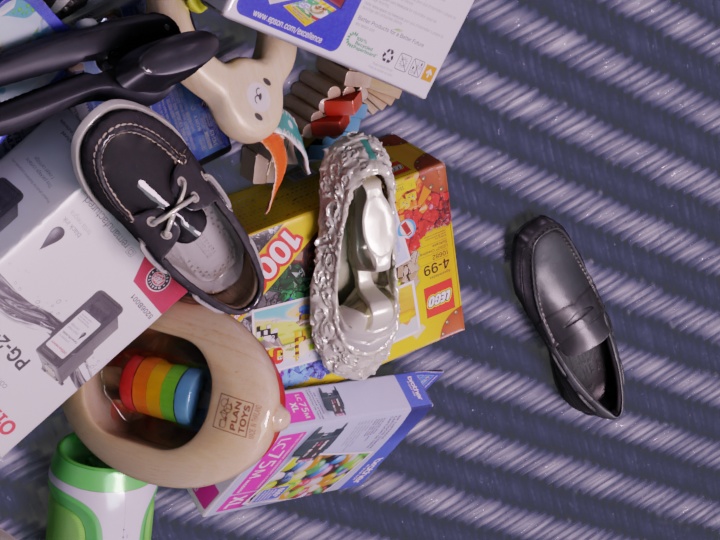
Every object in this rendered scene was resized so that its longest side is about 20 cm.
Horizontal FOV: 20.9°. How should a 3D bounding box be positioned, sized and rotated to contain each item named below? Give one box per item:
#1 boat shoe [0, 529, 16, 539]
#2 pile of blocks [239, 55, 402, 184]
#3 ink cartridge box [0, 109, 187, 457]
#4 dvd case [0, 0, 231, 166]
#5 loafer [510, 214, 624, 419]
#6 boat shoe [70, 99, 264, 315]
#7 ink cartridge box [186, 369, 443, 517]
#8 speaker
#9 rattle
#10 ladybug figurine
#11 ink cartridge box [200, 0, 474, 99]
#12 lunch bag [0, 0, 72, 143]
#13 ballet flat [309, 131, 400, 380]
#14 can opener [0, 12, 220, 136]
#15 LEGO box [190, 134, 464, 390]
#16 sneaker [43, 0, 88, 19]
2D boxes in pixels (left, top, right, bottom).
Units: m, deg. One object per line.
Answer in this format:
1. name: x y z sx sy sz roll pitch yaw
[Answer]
1. boat shoe: -0.327 0.193 1.388 0.199 0.074 0.061 30 92 -45
2. pile of blocks: -0.004 -0.130 1.462 0.200 0.062 0.082 -49 127 -5
3. ink cartridge box: -0.227 0.011 1.344 0.200 0.083 0.145 -43 139 -5
4. dvd case: -0.195 -0.105 1.379 0.199 0.018 0.144 -29 124 -20
5. loafer: 0.181 0.041 1.647 0.068 0.070 0.202 -33 124 -16
6. boat shoe: -0.122 -0.036 1.283 0.074 0.060 0.200 -41 142 -9
7. ink cartridge box: -0.027 0.132 1.519 0.199 0.042 0.119 -8 148 -45
8. speaker: -0.200 0.225 1.477 0.088 0.088 0.202 -5 113 -30
9. rattle: -0.053 -0.153 1.341 0.130 0.142 0.202 -23 92 -62
10. ladybug figurine: -0.129 0.087 1.407 0.072 0.199 0.137 11 95 -59
11. ink cartridge box: 0.013 -0.234 1.291 0.197 0.047 0.201 18 102 -43
12. lunch bag: -0.295 -0.141 1.233 0.170 0.127 0.200 -49 128 -1
13. ballet flat: 0.000 0.000 1.422 0.071 0.072 0.202 -16 118 -26
14. can opener: -0.184 -0.127 1.239 0.199 0.079 0.064 -19 79 -39
15. LEGO box: -0.029 0.003 1.494 0.199 0.077 0.150 -22 120 -23
16. sneaker: -0.178 -0.262 1.302 0.090 0.070 0.201 37 105 -2
